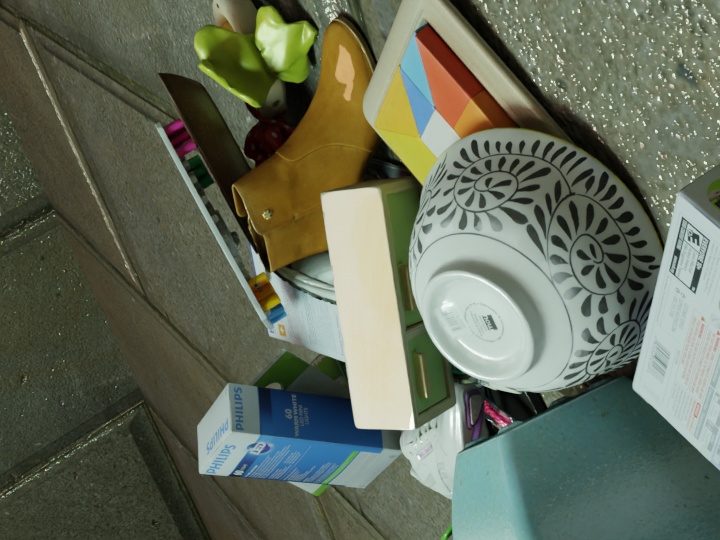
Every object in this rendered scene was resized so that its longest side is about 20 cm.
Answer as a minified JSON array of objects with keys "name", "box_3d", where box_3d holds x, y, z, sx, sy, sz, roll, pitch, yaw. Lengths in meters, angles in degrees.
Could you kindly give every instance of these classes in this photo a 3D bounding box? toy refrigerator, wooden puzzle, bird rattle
[{"name":"toy refrigerator","box_3d":[0.028,0.026,0.982,0.069,0.076,0.204,-3,98,34]},{"name":"wooden puzzle","box_3d":[0.071,-0.102,0.876,0.201,0.037,0.185,55,156,13]},{"name":"bird rattle","box_3d":[-0.096,-0.198,1.137,0.201,0.111,0.165,71,173,-66]}]

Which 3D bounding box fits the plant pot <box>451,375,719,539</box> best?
[{"name":"plant pot","box_3d":[0.173,0.198,0.868,0.203,0.194,0.196,65,162,10]}]

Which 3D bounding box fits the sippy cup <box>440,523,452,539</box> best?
[{"name":"sippy cup","box_3d":[0.155,0.341,1.190,0.177,0.129,0.141,32,148,51]}]

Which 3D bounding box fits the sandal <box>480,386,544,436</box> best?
[{"name":"sandal","box_3d":[0.149,0.155,1.061,0.202,0.045,0.075,57,161,6]}]

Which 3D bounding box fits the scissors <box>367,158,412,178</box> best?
[{"name":"scissors","box_3d":[0.048,-0.085,1.016,0.200,0.014,0.074,42,155,44]}]

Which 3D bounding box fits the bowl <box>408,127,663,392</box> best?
[{"name":"bowl","box_3d":[0.101,0.013,0.797,0.198,0.094,0.203,23,133,27]}]

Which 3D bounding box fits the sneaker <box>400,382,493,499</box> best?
[{"name":"sneaker","box_3d":[0.082,0.174,1.169,0.098,0.075,0.202,19,145,17]}]

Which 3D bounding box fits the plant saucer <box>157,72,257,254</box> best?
[{"name":"plant saucer","box_3d":[-0.137,-0.112,1.147,0.202,0.036,0.201,61,175,9]}]

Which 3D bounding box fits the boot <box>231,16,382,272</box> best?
[{"name":"boot","box_3d":[-0.048,-0.104,1.009,0.071,0.142,0.204,35,142,52]}]

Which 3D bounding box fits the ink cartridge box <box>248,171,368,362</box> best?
[{"name":"ink cartridge box","box_3d":[-0.048,-0.011,1.209,0.199,0.043,0.200,14,119,53]}]

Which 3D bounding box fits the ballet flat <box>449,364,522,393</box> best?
[{"name":"ballet flat","box_3d":[0.126,0.074,0.977,0.073,0.071,0.200,58,162,1]}]

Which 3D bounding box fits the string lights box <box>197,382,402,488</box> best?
[{"name":"string lights box","box_3d":[-0.065,0.180,1.237,0.103,0.197,0.060,-50,38,46]}]

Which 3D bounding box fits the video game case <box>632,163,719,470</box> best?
[{"name":"video game case","box_3d":[0.249,0.064,0.681,0.182,0.045,0.202,48,158,32]}]

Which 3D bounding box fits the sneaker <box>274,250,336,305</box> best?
[{"name":"sneaker","box_3d":[0.000,0.000,1.086,0.197,0.081,0.074,17,-179,22]}]

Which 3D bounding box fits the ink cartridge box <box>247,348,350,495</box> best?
[{"name":"ink cartridge box","box_3d":[-0.074,0.155,1.329,0.199,0.148,0.076,35,-163,-38]}]

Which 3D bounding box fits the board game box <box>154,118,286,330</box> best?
[{"name":"board game box","box_3d":[-0.130,-0.040,1.127,0.202,0.026,0.200,61,176,4]}]
